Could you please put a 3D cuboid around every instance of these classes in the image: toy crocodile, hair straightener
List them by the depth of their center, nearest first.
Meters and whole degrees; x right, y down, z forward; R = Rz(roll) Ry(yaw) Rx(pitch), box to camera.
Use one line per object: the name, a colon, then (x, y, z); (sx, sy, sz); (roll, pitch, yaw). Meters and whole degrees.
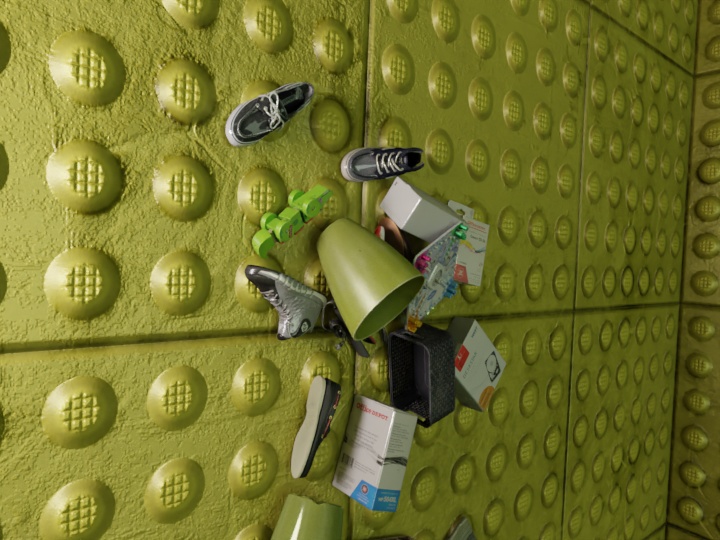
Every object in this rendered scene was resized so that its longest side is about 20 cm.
toy crocodile: (-0.132, -0.101, 1.039); (0.200, 0.066, 0.063); (-45, 138, -26)
hair straightener: (-0.029, 0.133, 1.130); (0.078, 0.040, 0.202); (-61, 141, -26)

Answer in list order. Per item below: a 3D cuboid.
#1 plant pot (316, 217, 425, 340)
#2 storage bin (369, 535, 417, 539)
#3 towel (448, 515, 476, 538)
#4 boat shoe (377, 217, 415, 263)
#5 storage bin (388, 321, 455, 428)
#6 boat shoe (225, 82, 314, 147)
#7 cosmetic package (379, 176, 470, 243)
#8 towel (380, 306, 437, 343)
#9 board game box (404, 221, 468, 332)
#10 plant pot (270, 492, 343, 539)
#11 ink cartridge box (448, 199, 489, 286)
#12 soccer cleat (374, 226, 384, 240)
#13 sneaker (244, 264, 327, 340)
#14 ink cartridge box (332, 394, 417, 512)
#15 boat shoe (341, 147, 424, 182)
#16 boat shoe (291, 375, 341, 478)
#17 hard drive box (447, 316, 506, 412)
plant pot: (0.000, 0.000, 1.070); (0.184, 0.189, 0.201); (-27, 68, -35)
storage bin: (0.091, 0.715, 1.203); (0.196, 0.197, 0.096); (17, 101, -38)
towel: (0.261, 0.815, 1.461); (0.198, 0.034, 0.197); (-38, 113, -29)
boat shoe: (0.094, -0.024, 1.227); (0.070, 0.069, 0.207); (-19, 94, -55)
storage bin: (0.143, 0.239, 1.235); (0.092, 0.133, 0.208); (-17, 111, -38)
boat shoe: (-0.165, -0.297, 0.995); (0.198, 0.067, 0.076); (-37, 115, -32)
cosmetic package: (0.152, -0.127, 1.228); (0.196, 0.108, 0.086); (19, 113, -41)
towel: (0.108, 0.073, 1.280); (0.197, 0.022, 0.149); (-25, 108, -36)
board game box: (0.175, 0.016, 1.208); (0.198, 0.025, 0.205); (-35, 140, -40)
plant pot: (-0.108, 0.554, 1.042); (0.198, 0.196, 0.196); (32, 62, -36)
ink cartridge box: (0.270, -0.071, 1.377); (0.114, 0.066, 0.208); (12, 86, -40)
soccer cleat: (0.041, 0.007, 1.176); (0.082, 0.069, 0.208); (11, 89, -6)
sneaker: (-0.153, 0.073, 1.029); (0.197, 0.074, 0.119); (28, 78, -39)
ink cartridge box: (0.032, 0.394, 1.158); (0.083, 0.144, 0.207); (22, 79, -36)
boat shoe: (0.055, -0.241, 1.168); (0.196, 0.091, 0.077); (-20, 106, -37)
boat shoe: (-0.090, 0.328, 1.097); (0.062, 0.073, 0.208); (25, 73, -29)
hard drive box: (0.289, 0.250, 1.411); (0.201, 0.076, 0.158); (48, 64, -31)
